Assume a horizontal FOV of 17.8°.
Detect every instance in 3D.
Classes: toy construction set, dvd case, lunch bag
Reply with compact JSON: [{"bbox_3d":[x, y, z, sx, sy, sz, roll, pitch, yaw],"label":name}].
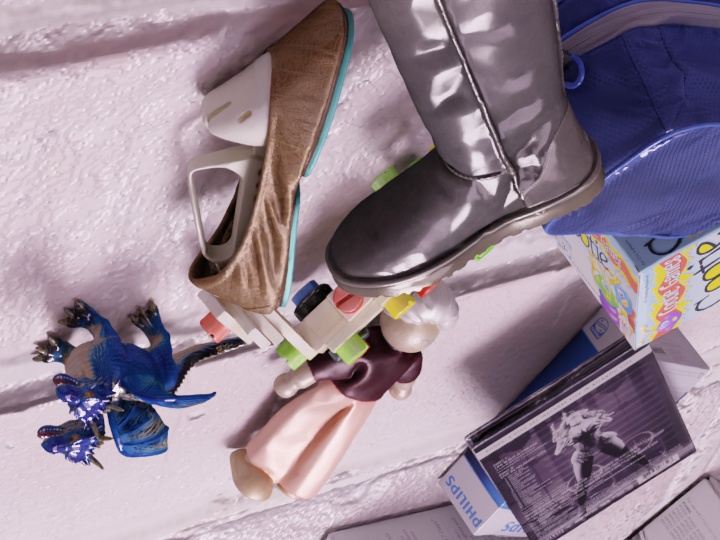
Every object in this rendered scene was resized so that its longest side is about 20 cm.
[{"bbox_3d":[0.000,0.000,1.396,0.199,0.093,0.131,-28,175,2],"label":"toy construction set"},{"bbox_3d":[0.167,0.129,1.713,0.148,0.016,0.200,-32,147,1],"label":"dvd case"},{"bbox_3d":[0.167,-0.107,1.378,0.199,0.133,0.136,2,150,-48],"label":"lunch bag"}]

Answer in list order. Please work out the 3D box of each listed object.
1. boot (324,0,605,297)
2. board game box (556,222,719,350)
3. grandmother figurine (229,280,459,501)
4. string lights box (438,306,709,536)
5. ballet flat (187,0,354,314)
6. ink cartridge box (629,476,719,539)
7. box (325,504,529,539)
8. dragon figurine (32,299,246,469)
[{"bbox_3d":[0.036,-0.090,1.225,0.181,0.073,0.200,-28,140,1],"label":"boot"},{"bbox_3d":[0.242,-0.053,1.555,0.199,0.105,0.103,-27,150,-12],"label":"board game box"},{"bbox_3d":[-0.002,0.075,1.539,0.121,0.061,0.200,-7,144,-53],"label":"grandmother figurine"},{"bbox_3d":[0.164,0.120,1.769,0.200,0.059,0.102,-48,147,22],"label":"string lights box"},{"bbox_3d":[-0.058,-0.062,1.276,0.072,0.068,0.201,7,127,-13],"label":"ballet flat"},{"bbox_3d":[0.289,0.296,2.124,0.200,0.083,0.147,-41,149,11],"label":"ink cartridge box"},{"bbox_3d":[0.066,0.277,1.800,0.199,0.153,0.107,-8,141,-38],"label":"box"},{"bbox_3d":[-0.127,0.073,1.362,0.059,0.100,0.199,-48,148,22],"label":"dragon figurine"}]
